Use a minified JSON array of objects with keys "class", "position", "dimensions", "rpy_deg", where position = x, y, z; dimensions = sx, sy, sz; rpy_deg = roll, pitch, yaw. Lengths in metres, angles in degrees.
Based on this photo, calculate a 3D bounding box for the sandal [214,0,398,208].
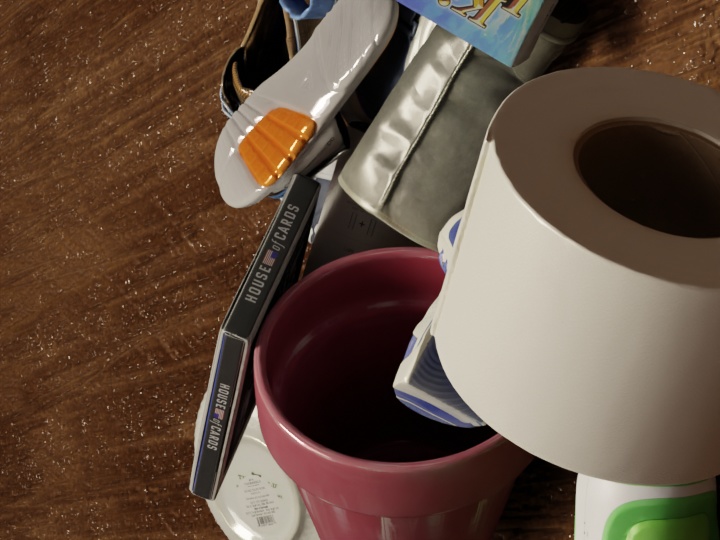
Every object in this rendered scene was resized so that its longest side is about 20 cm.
[{"class":"sandal","position":[-0.025,-0.113,1.712],"dimensions":[0.207,0.059,0.079],"rpy_deg":[-45,46,30]}]

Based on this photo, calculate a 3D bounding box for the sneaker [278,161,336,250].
[{"class":"sneaker","position":[-0.027,-0.040,1.886],"dimensions":[0.200,0.070,0.109],"rpy_deg":[11,102,61]}]

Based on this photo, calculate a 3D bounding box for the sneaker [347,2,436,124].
[{"class":"sneaker","position":[0.049,-0.199,1.701],"dimensions":[0.146,0.080,0.202],"rpy_deg":[-4,86,55]}]

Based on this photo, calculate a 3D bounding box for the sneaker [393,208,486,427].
[{"class":"sneaker","position":[0.085,0.013,1.580],"dimensions":[0.200,0.080,0.115],"rpy_deg":[-61,11,-18]}]

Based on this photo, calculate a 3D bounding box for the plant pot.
[{"class":"plant pot","position":[0.030,0.115,1.668],"dimensions":[0.180,0.199,0.200],"rpy_deg":[89,160,-46]}]

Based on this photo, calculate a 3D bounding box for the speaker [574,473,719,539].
[{"class":"speaker","position":[0.169,0.200,1.481],"dimensions":[0.088,0.088,0.201],"rpy_deg":[-155,64,-62]}]

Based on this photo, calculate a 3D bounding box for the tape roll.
[{"class":"tape roll","position":[0.151,0.001,1.353],"dimensions":[0.203,0.201,0.140],"rpy_deg":[-121,35,-44]}]

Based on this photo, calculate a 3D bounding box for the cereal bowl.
[{"class":"cereal bowl","position":[-0.055,0.154,1.875],"dimensions":[0.199,0.083,0.201],"rpy_deg":[16,116,36]}]

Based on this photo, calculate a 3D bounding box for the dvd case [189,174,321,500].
[{"class":"dvd case","position":[-0.075,0.049,1.727],"dimensions":[0.200,0.025,0.151],"rpy_deg":[106,-174,-52]}]

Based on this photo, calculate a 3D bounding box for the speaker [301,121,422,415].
[{"class":"speaker","position":[0.000,0.000,1.763],"dimensions":[0.081,0.081,0.201],"rpy_deg":[33,108,60]}]

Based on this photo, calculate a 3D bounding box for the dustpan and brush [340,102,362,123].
[{"class":"dustpan and brush","position":[-0.035,-0.184,1.869],"dimensions":[0.200,0.057,0.140],"rpy_deg":[50,-170,4]}]

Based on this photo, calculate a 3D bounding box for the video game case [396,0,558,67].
[{"class":"video game case","position":[0.054,-0.252,1.504],"dimensions":[0.199,0.045,0.182],"rpy_deg":[31,112,9]}]

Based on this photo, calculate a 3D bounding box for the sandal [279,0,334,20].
[{"class":"sandal","position":[-0.024,-0.228,1.642],"dimensions":[0.087,0.200,0.080],"rpy_deg":[33,141,9]}]

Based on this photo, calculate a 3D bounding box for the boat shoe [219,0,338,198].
[{"class":"boat shoe","position":[-0.067,-0.137,1.798],"dimensions":[0.072,0.072,0.201],"rpy_deg":[36,129,32]}]

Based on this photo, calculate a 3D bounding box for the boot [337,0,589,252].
[{"class":"boot","position":[0.040,-0.134,1.621],"dimensions":[0.182,0.072,0.200],"rpy_deg":[41,128,11]}]
